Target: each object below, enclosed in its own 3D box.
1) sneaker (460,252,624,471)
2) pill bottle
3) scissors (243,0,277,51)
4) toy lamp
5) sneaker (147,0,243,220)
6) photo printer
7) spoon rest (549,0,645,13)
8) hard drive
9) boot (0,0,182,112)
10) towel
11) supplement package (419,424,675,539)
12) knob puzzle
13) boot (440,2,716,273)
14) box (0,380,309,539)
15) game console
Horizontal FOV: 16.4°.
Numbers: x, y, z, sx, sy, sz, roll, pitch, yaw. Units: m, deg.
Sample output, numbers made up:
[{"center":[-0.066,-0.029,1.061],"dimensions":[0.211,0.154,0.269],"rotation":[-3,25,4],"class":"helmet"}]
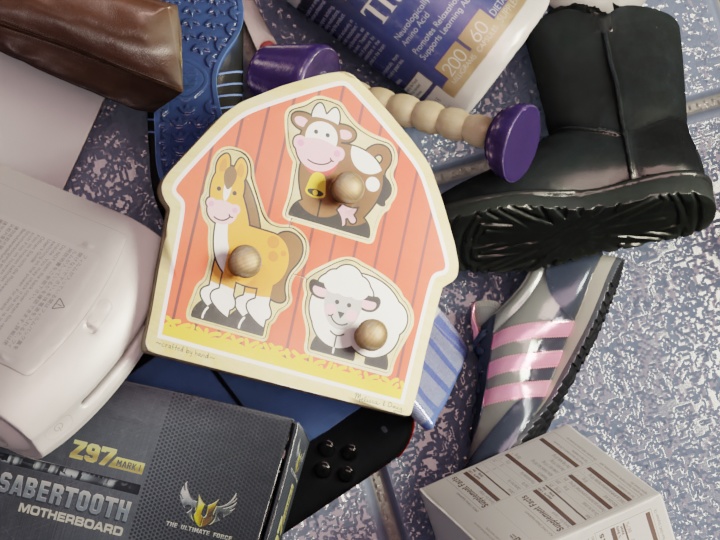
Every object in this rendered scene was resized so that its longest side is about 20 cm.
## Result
[{"center":[0.099,0.065,1.663],"dimensions":[0.082,0.070,0.200],"rotation":[26,76,12],"class":"sneaker"},{"center":[0.017,-0.198,1.653],"dimensions":[0.200,0.111,0.111],"rotation":[37,78,-3],"class":"pill bottle"},{"center":[-0.062,-0.135,1.680],"dimensions":[0.073,0.014,0.200],"rotation":[-39,92,-10],"class":"scissors"},{"center":[0.017,-0.106,1.616],"dimensions":[0.200,0.058,0.058],"rotation":[20,78,26],"class":"toy lamp"},{"center":[-0.112,-0.112,1.647],"dimensions":[0.070,0.078,0.200],"rotation":[4,60,-3],"class":"sneaker"},{"center":[-0.219,0.021,1.546],"dimensions":[0.200,0.069,0.167],"rotation":[21,64,31],"class":"photo printer"},{"center":[0.118,-0.240,1.711],"dimensions":[0.200,0.061,0.100],"rotation":[24,80,-19],"class":"spoon rest"},{"center":[-0.260,-0.147,1.624],"dimensions":[0.200,0.025,0.132],"rotation":[25,100,-5],"class":"hard drive"},{"center":[-0.190,-0.183,1.524],"dimensions":[0.200,0.187,0.064],"rotation":[22,58,5],"class":"boot"},{"center":[0.000,0.000,1.606],"dimensions":[0.024,0.147,0.200],"rotation":[-34,96,17],"class":"towel"},{"center":[0.137,0.224,1.565],"dimensions":[0.111,0.156,0.200],"rotation":[-22,108,-12],"class":"supplement package"},{"center":[-0.027,-0.027,1.522],"dimensions":[0.219,0.030,0.220],"rotation":[3,81,-20],"class":"knob puzzle"},{"center":[0.128,-0.092,1.658],"dimensions":[0.200,0.076,0.168],"rotation":[-9,56,-1],"class":"boot"},{"center":[-0.147,0.150,1.546],"dimensions":[0.200,0.051,0.158],"rotation":[13,72,12],"class":"box"},{"center":[-0.081,0.071,1.597],"dimensions":[0.177,0.031,0.200],"rotation":[-35,98,11],"class":"game console"}]
